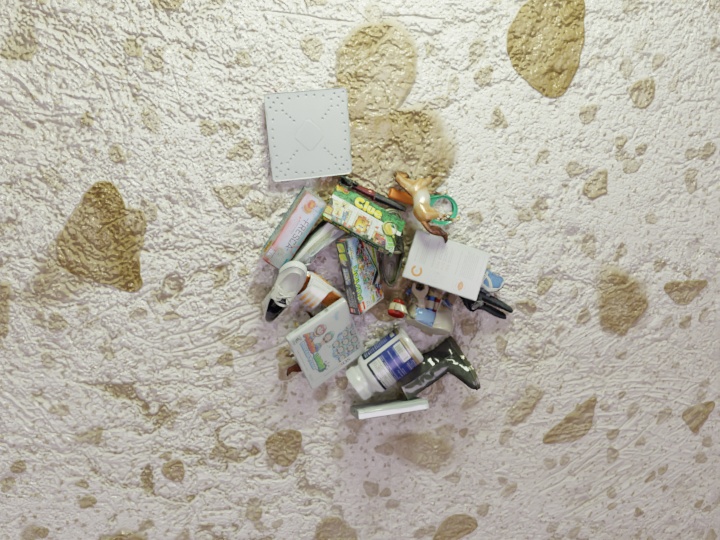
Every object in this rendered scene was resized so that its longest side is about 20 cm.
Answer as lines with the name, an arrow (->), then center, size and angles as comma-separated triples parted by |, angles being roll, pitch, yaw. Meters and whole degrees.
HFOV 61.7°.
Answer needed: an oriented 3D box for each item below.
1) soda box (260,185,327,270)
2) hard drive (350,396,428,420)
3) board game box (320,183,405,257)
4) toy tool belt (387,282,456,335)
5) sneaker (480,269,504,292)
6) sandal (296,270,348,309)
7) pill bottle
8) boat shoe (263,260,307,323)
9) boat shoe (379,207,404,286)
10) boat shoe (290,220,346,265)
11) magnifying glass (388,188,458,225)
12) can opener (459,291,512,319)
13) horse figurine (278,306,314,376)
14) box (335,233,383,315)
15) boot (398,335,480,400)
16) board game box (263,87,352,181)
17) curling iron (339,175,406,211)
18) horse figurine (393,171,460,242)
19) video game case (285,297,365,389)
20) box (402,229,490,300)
soda box -> -0.165, -0.102, 1.481 | 0.063, 0.069, 0.201 | 32, 99, -22
hard drive -> 0.078, 0.382, 1.677 | 0.195, 0.132, 0.027 | -5, 85, -12
board game box -> 0.009, -0.125, 1.486 | 0.197, 0.023, 0.106 | 28, 59, -7
toy tool belt -> 0.169, 0.089, 1.618 | 0.197, 0.124, 0.125 | 23, 71, -23
sneaker -> 0.310, 0.002, 1.629 | 0.196, 0.076, 0.078 | 16, 108, -19
sandal -> -0.099, 0.071, 1.549 | 0.204, 0.060, 0.079 | 29, 127, -21
pill bottle -> 0.063, 0.254, 1.635 | 0.199, 0.116, 0.116 | -36, 113, 1
boat shoe -> -0.192, 0.058, 1.486 | 0.071, 0.067, 0.200 | 25, 131, -22
boat shoe -> 0.085, -0.057, 1.560 | 0.072, 0.065, 0.204 | -5, 109, -9
boat shoe -> -0.109, -0.062, 1.508 | 0.202, 0.074, 0.065 | -46, 110, -3
magnifying glass -> 0.164, -0.173, 1.563 | 0.196, 0.022, 0.081 | 16, 104, -17
can opener -> 0.353, 0.089, 1.672 | 0.197, 0.080, 0.063 | 21, 130, -29
horse figurine -> -0.133, 0.189, 1.596 | 0.131, 0.050, 0.203 | 22, 96, -29
box -> 0.000, 0.000, 1.545 | 0.109, 0.034, 0.204 | -33, 120, -42
boot -> 0.210, 0.299, 1.674 | 0.198, 0.183, 0.073 | -30, 154, -11
board game box -> -0.123, -0.325, 1.438 | 0.195, 0.026, 0.204 | -8, 111, -11
curling iron -> 0.030, -0.188, 1.513 | 0.197, 0.050, 0.026 | 24, 101, -23
horse figurine -> 0.168, -0.167, 1.487 | 0.130, 0.050, 0.204 | -4, 67, -19
video game case -> -0.087, 0.194, 1.578 | 0.180, 0.024, 0.202 | -33, 130, -16
box -> 0.218, -0.016, 1.546 | 0.196, 0.097, 0.127 | 18, 95, 3
